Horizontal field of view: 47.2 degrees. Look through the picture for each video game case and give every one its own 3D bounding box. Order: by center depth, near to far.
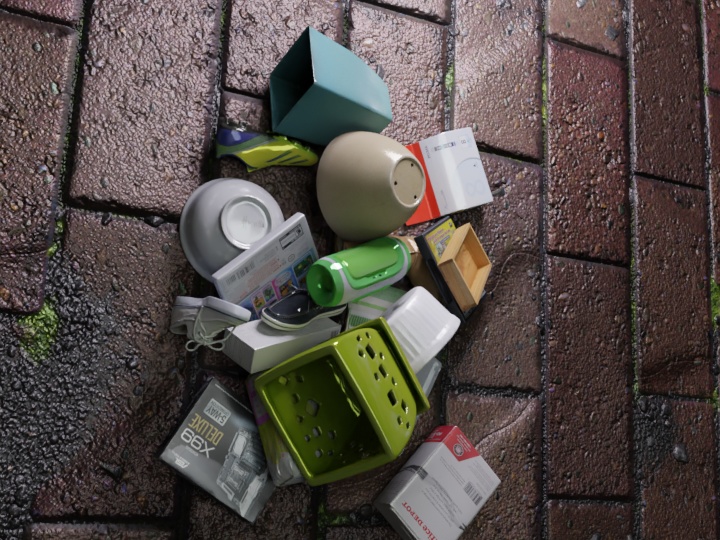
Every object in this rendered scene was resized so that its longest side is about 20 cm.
[{"bbox_3d":[-0.150,0.027,1.437,0.199,0.024,0.184,-39,131,-27],"label":"video game case"},{"bbox_3d":[0.177,-0.003,1.583,0.183,0.025,0.200,64,24,-3],"label":"video game case"}]

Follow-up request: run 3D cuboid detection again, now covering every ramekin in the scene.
[{"bbox_3d":[0.072,0.121,1.460,0.098,0.200,0.200,47,65,-2],"label":"ramekin"}]

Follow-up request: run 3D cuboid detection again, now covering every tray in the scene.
[{"bbox_3d":[0.199,-0.010,1.560,0.099,0.037,0.200,60,25,-11],"label":"tray"}]

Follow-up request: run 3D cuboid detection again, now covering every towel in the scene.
[{"bbox_3d":[0.032,0.126,1.558,0.151,0.023,0.203,17,72,-23],"label":"towel"}]

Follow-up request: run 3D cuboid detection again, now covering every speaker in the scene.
[{"bbox_3d":[0.000,0.000,1.430,0.199,0.088,0.090,-20,89,-45],"label":"speaker"}]

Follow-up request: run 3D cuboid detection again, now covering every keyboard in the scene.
[{"bbox_3d":[0.097,0.250,1.569,0.056,0.011,0.202,37,67,-22],"label":"keyboard"}]

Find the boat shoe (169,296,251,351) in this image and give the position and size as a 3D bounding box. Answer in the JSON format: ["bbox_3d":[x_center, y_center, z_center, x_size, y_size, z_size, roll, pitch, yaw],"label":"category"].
[{"bbox_3d":[-0.253,0.092,1.331,0.074,0.200,0.087,29,71,-40],"label":"boat shoe"}]

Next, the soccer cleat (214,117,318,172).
[{"bbox_3d":[-0.174,-0.217,1.511,0.198,0.065,0.085,12,105,-27],"label":"soccer cleat"}]

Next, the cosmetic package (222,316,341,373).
[{"bbox_3d":[-0.132,0.117,1.410,0.198,0.082,0.051,-11,123,-45],"label":"cosmetic package"}]

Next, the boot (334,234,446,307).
[{"bbox_3d":[0.056,0.003,1.560,0.197,0.066,0.177,3,57,-26],"label":"boot"}]

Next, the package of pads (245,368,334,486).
[{"bbox_3d":[-0.102,0.254,1.398,0.153,0.068,0.202,0,63,-43],"label":"package of pads"}]

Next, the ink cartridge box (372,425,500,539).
[{"bbox_3d":[0.141,0.410,1.522,0.200,0.083,0.147,-43,99,-26],"label":"ink cartridge box"}]

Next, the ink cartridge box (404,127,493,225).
[{"bbox_3d":[0.160,-0.191,1.661,0.198,0.047,0.162,-16,88,-29],"label":"ink cartridge box"}]

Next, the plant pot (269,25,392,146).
[{"bbox_3d":[-0.047,-0.318,1.523,0.198,0.141,0.143,16,52,-34],"label":"plant pot"}]

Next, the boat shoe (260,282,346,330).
[{"bbox_3d":[-0.095,0.054,1.430,0.199,0.074,0.063,-15,128,-47],"label":"boat shoe"}]

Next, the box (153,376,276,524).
[{"bbox_3d":[-0.221,0.302,1.387,0.199,0.050,0.159,40,65,-14],"label":"box"}]

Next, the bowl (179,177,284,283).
[{"bbox_3d":[-0.210,-0.074,1.440,0.198,0.090,0.205,5,79,-24],"label":"bowl"}]

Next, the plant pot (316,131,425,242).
[{"bbox_3d":[0.038,-0.152,1.468,0.198,0.133,0.204,-1,91,-44],"label":"plant pot"}]

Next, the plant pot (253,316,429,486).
[{"bbox_3d":[-0.016,0.197,1.315,0.181,0.198,0.202,-31,93,-53],"label":"plant pot"}]
